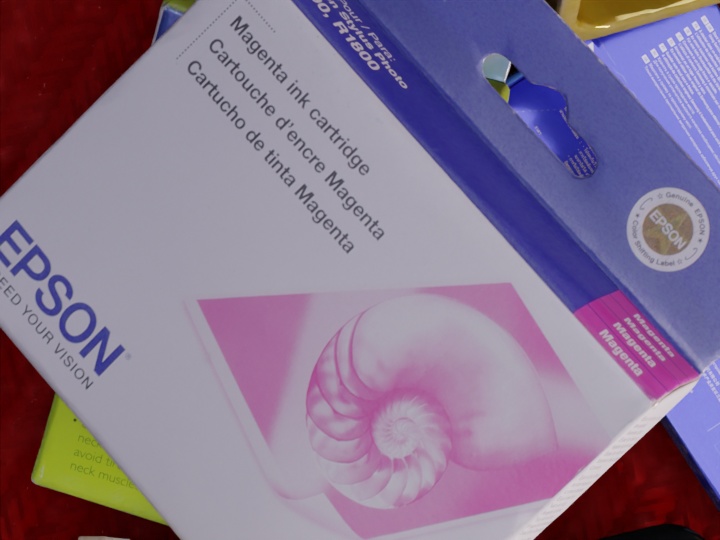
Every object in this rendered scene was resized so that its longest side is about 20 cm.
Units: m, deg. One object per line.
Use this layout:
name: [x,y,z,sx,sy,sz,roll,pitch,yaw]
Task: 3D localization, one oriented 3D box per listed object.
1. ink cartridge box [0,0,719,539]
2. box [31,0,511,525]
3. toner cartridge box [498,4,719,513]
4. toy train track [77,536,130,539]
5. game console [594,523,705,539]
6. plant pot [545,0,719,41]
ink cartridge box: [0.000,0.000,0.906,0.200,0.043,0.196,-45,78,12]
box: [-0.028,-0.006,0.980,0.122,0.048,0.201,17,105,1]
toner cartridge box: [0.128,0.001,1.010,0.095,0.043,0.200,-33,93,-1]
toy train track: [-0.004,0.109,0.946,0.199,0.033,0.115,5,76,16]
game console: [0.054,0.210,0.990,0.176,0.116,0.201,-31,67,32]
plant pot: [0.127,-0.215,0.886,0.194,0.196,0.201,-16,75,-3]
